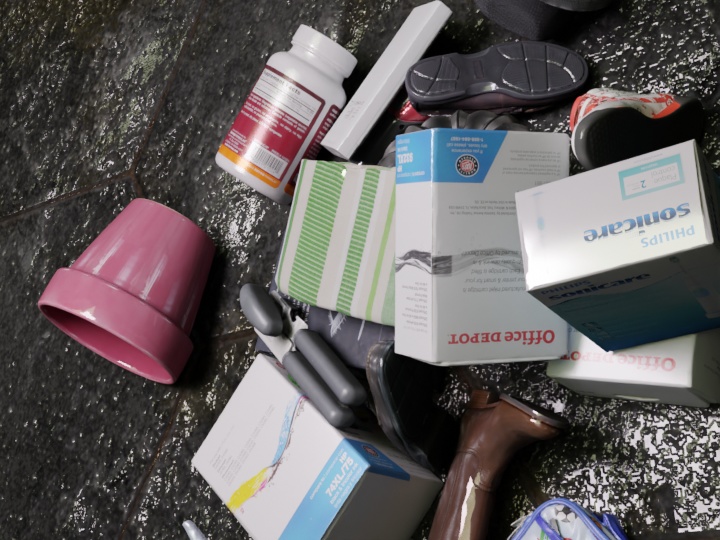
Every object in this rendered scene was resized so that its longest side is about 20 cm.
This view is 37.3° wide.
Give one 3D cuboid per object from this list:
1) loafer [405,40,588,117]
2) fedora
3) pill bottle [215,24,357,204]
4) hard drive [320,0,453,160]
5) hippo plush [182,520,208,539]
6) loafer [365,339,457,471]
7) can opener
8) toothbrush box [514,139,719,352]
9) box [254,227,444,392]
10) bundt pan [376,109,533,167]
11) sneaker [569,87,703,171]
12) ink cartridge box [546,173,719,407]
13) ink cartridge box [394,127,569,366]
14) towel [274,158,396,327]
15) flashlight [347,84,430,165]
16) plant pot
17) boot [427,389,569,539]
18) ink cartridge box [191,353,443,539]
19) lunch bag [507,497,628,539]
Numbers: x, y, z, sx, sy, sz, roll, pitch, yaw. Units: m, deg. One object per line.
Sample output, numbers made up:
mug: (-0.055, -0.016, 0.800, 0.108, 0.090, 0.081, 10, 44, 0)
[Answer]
loafer: (0.148, -0.203, 1.166, 0.196, 0.063, 0.073, -3, 66, 6)
fedora: (0.181, -0.321, 1.166, 0.203, 0.197, 0.092, 65, 147, 33)
pill bottle: (-0.088, -0.194, 1.328, 0.112, 0.112, 0.202, 33, 94, 39)
hard drive: (0.027, -0.221, 1.249, 0.201, 0.026, 0.132, -54, 13, 2)
hippo plush: (-0.103, 0.384, 1.096, 0.163, 0.197, 0.159, -67, 28, 8)
loafer: (0.035, 0.133, 1.059, 0.071, 0.201, 0.073, 15, 57, 30)
can opener: (-0.066, 0.087, 1.099, 0.200, 0.066, 0.053, 44, 113, 41)
toothbrush box: (0.229, -0.010, 0.857, 0.144, 0.199, 0.087, -16, 66, 28)
box: (0.000, 0.041, 1.182, 0.197, 0.104, 0.151, 7, 78, 38)
bundt pan: (0.102, -0.099, 1.104, 0.198, 0.077, 0.204, -10, 37, 8)
sneaker: (0.233, -0.133, 1.020, 0.107, 0.199, 0.069, 14, 113, 44)
ink cartridge box: (0.265, 0.017, 1.002, 0.142, 0.084, 0.204, 0, 75, 37)
ink cartridge box: (0.109, -0.022, 0.970, 0.083, 0.142, 0.205, -175, 85, -65)
towel: (-0.006, -0.033, 1.068, 0.198, 0.023, 0.156, 11, 86, 45)
flashlight: (0.033, -0.147, 1.253, 0.067, 0.068, 0.201, 36, 105, -2)
plant pot: (-0.280, 0.018, 1.362, 0.198, 0.200, 0.181, 12, 66, 39)
boot: (0.121, 0.221, 1.015, 0.186, 0.063, 0.203, 161, 130, -77)
ink cartridge box: (-0.048, 0.215, 1.130, 0.199, 0.146, 0.147, 39, 99, 38)
lunch bag: (0.200, 0.308, 0.956, 0.161, 0.075, 0.200, -51, 52, 8)
